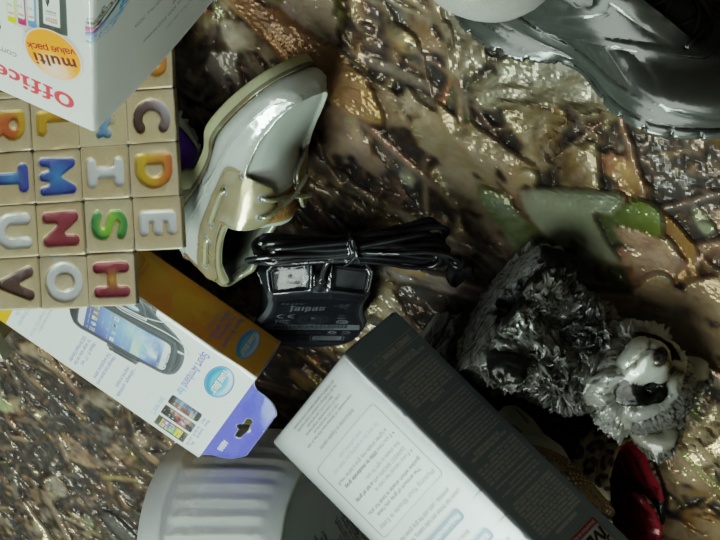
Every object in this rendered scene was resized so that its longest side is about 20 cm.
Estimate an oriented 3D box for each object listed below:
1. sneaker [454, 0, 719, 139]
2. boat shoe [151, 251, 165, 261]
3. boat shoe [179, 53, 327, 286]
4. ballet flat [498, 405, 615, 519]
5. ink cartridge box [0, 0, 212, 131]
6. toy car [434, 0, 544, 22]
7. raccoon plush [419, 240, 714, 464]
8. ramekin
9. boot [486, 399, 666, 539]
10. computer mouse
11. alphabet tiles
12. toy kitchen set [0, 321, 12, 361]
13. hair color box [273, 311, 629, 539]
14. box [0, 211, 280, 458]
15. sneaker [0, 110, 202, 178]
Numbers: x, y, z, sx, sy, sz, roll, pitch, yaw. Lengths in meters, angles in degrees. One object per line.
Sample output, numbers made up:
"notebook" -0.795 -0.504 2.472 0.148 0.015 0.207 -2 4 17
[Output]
"sneaker" 0.142 -0.137 1.484 0.200 0.076 0.091 24 133 14
"boat shoe" -0.169 -0.007 1.883 0.200 0.072 0.062 30 99 -7
"boat shoe" -0.061 -0.060 1.714 0.068 0.075 0.200 57 148 14
"ballet flat" 0.070 0.110 1.733 0.200 0.065 0.071 11 164 26
"ink cartridge box" -0.175 -0.214 1.607 0.147 0.145 0.200 25 142 17
"toy car" 0.025 -0.218 1.403 0.200 0.150 0.175 24 118 20
"raccoon plush" 0.129 0.053 1.709 0.134 0.097 0.200 33 174 -13
"ramekin" -0.052 0.200 1.896 0.105 0.200 0.200 -8 124 33
"boot" 0.123 0.167 1.814 0.150 0.073 0.200 9 128 34
"computer mouse" 0.000 0.000 1.755 0.140 0.046 0.200 -2 162 -1
"alphabet tiles" -0.190 -0.076 1.744 0.167 0.008 0.200 -3 91 20
"toy kitchen set" -0.353 -0.013 1.951 0.180 0.163 0.200 1 128 40
"hair color box" 0.054 0.133 1.665 0.200 0.061 0.099 45 134 7
"box" -0.141 0.042 1.817 0.200 0.042 0.119 34 143 -3
"sneaker" -0.199 -0.082 1.800 0.200 0.100 0.070 24 143 20
